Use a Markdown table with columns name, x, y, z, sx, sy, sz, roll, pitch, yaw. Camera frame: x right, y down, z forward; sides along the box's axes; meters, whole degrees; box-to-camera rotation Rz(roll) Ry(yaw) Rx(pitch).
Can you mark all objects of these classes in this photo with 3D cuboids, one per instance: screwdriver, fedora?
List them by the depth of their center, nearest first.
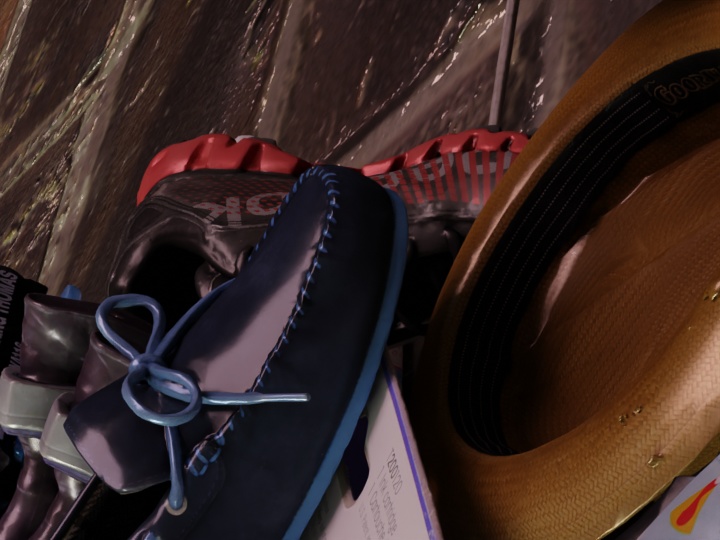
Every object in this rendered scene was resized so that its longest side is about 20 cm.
| name | x | y | z | sx | sy | sz | roll | pitch | yaw |
| --- | --- | --- | --- | --- | --- | --- | --- | --- | --- |
| fedora | 0.094 | 0.011 | 0.679 | 0.201 | 0.082 | 0.201 | -49 | 23 | 29 |
| screwdriver | 0.045 | -0.045 | 0.931 | 0.028 | 0.029 | 0.200 | -40 | 34 | 43 |

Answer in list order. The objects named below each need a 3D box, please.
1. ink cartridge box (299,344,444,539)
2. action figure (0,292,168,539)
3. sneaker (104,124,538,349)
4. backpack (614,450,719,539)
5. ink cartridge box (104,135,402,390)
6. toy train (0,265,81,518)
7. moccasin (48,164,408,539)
| name | x | y | z | sx | sy | sz | roll | pitch | yaw |
| --- | --- | --- | --- | --- | --- | --- | --- | --- | --- |
| ink cartridge box | -0.024 | 0.114 | 0.718 | 0.200 | 0.043 | 0.198 | -60 | 19 | 19 |
| action figure | -0.110 | 0.112 | 0.791 | 0.200 | 0.069 | 0.130 | -65 | 18 | 8 |
| sneaker | 0.000 | 0.000 | 0.824 | 0.200 | 0.071 | 0.098 | 1 | 35 | 28 |
| backpack | 0.151 | 0.040 | 0.434 | 0.200 | 0.163 | 0.154 | -56 | 29 | -6 |
| ink cartridge box | -0.056 | 0.068 | 0.946 | 0.145 | 0.085 | 0.200 | -48 | 22 | 31 |
| toy train | -0.158 | 0.068 | 0.949 | 0.200 | 0.087 | 0.114 | -96 | 27 | -67 |
| moccasin | -0.053 | 0.058 | 0.695 | 0.200 | 0.068 | 0.080 | -64 | 18 | 0 |
